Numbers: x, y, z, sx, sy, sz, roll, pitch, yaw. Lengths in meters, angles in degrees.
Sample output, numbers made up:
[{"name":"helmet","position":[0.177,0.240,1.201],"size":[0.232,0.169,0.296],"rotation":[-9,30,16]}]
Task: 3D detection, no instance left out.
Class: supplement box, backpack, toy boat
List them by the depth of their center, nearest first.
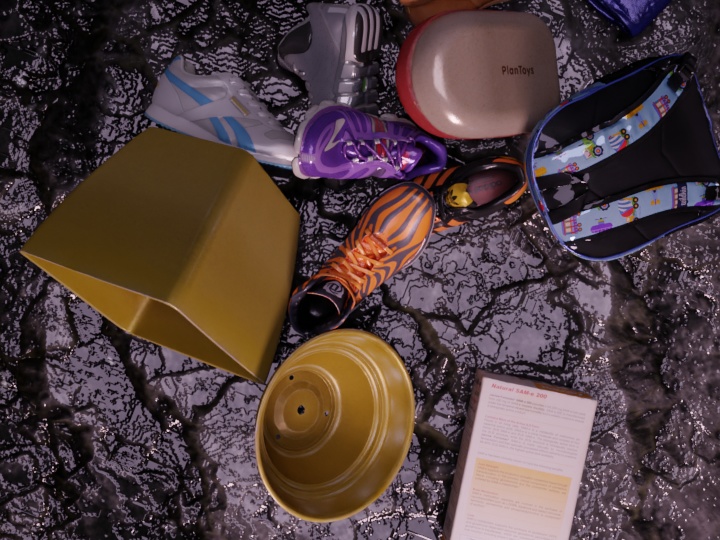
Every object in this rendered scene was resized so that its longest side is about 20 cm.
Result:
[{"name":"backpack","position":[0.256,-0.107,1.056],"size":[0.199,0.135,0.183],"rotation":[-25,102,-11]},{"name":"toy boat","position":[0.110,-0.202,1.086],"size":[0.199,0.130,0.131],"rotation":[-10,95,-42]},{"name":"supplement box","position":[0.168,0.218,1.112],"size":[0.125,0.074,0.201],"rotation":[12,91,0]}]

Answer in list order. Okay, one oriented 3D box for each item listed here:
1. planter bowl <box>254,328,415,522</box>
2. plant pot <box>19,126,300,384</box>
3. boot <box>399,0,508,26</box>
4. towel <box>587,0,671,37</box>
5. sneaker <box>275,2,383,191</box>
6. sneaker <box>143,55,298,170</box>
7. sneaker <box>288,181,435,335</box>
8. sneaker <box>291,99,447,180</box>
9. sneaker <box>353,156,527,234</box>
[{"name":"planter bowl","position":[-0.045,0.155,1.088],"size":[0.200,0.083,0.202],"rotation":[-6,100,-36]},{"name":"plant pot","position":[-0.174,-0.027,1.032],"size":[0.199,0.200,0.177],"rotation":[16,71,29]},{"name":"boot","position":[0.122,-0.328,1.051],"size":[0.200,0.155,0.074],"rotation":[-49,60,8]},{"name":"towel","position":[0.313,-0.371,1.121],"size":[0.200,0.050,0.148],"rotation":[-44,94,2]},{"name":"sneaker","position":[-0.042,-0.193,1.118],"size":[0.115,0.075,0.201],"rotation":[18,109,27]},{"name":"sneaker","position":[-0.130,-0.162,1.094],"size":[0.199,0.077,0.081],"rotation":[23,94,9]},{"name":"sneaker","position":[0.000,0.000,1.058],"size":[0.077,0.112,0.200],"rotation":[39,114,0]},{"name":"sneaker","position":[0.014,-0.127,1.049],"size":[0.083,0.199,0.081],"rotation":[24,113,41]},{"name":"sneaker","position":[0.085,-0.076,1.099],"size":[0.199,0.090,0.070],"rotation":[-20,91,0]}]
